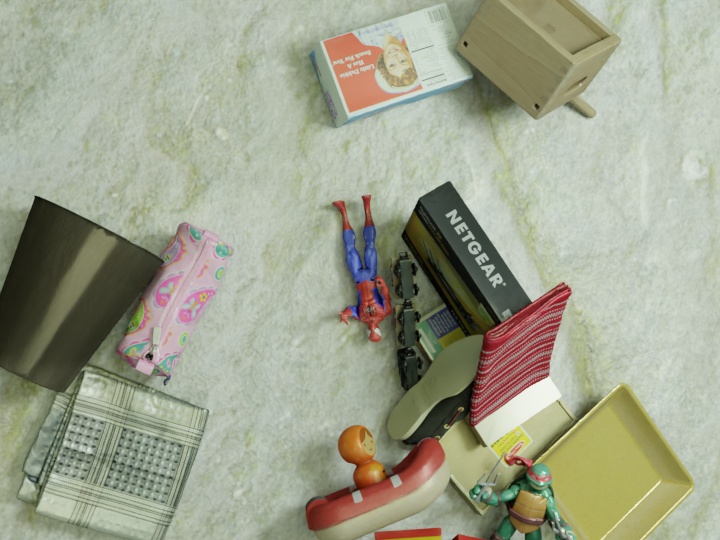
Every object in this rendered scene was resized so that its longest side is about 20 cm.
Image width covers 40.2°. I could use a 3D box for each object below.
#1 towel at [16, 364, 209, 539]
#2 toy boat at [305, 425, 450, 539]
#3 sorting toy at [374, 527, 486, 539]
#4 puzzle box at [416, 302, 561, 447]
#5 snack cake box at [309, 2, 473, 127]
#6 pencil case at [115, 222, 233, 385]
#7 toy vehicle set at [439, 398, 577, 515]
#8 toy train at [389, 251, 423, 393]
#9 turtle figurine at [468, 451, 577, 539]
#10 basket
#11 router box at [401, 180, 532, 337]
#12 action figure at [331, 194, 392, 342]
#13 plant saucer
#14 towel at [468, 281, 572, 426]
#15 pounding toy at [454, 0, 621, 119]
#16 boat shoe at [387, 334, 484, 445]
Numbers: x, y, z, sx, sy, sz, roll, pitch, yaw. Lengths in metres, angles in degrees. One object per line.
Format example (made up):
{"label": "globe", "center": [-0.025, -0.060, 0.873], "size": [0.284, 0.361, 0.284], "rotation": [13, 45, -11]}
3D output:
{"label": "towel", "center": [-0.313, 0.234, 1.250], "size": [0.200, 0.035, 0.193], "rotation": [22, 79, -11]}
{"label": "toy boat", "center": [0.013, 0.263, 1.279], "size": [0.200, 0.131, 0.131], "rotation": [-21, 84, -7]}
{"label": "sorting toy", "center": [0.074, 0.400, 1.270], "size": [0.198, 0.200, 0.070], "rotation": [17, 44, -20]}
{"label": "puzzle box", "center": [0.172, 0.127, 1.375], "size": [0.133, 0.025, 0.200], "rotation": [-30, 81, -14]}
{"label": "snack cake box", "center": [0.044, -0.288, 1.383], "size": [0.200, 0.067, 0.115], "rotation": [-20, 92, -16]}
{"label": "pencil case", "center": [-0.239, 0.040, 1.264], "size": [0.087, 0.087, 0.200], "rotation": [28, 77, -10]}
{"label": "toy vehicle set", "center": [0.198, 0.231, 1.391], "size": [0.200, 0.027, 0.124], "rotation": [-40, 95, -15]}
{"label": "toy train", "center": [0.063, 0.069, 1.339], "size": [0.034, 0.046, 0.201], "rotation": [-8, 107, -12]}
{"label": "turtle figurine", "center": [0.223, 0.330, 1.317], "size": [0.149, 0.101, 0.201], "rotation": [20, 118, 22]}
{"label": "basket", "center": [-0.366, 0.037, 1.209], "size": [0.180, 0.136, 0.200], "rotation": [25, 82, 3]}
{"label": "router box", "center": [0.138, -0.001, 1.311], "size": [0.052, 0.157, 0.200], "rotation": [-30, 78, -14]}
{"label": "action figure", "center": [0.000, 0.000, 1.326], "size": [0.065, 0.099, 0.201], "rotation": [-11, 89, 10]}
{"label": "plant saucer", "center": [0.352, 0.295, 1.410], "size": [0.200, 0.048, 0.200], "rotation": [-38, 100, -16]}
{"label": "towel", "center": [0.203, 0.112, 1.263], "size": [0.144, 0.200, 0.022], "rotation": [-30, 56, -24]}
{"label": "pounding toy", "center": [0.262, -0.301, 1.396], "size": [0.184, 0.142, 0.200], "rotation": [44, 42, 12]}
{"label": "boat shoe", "center": [0.119, 0.162, 1.313], "size": [0.063, 0.074, 0.201], "rotation": [24, 121, -29]}
